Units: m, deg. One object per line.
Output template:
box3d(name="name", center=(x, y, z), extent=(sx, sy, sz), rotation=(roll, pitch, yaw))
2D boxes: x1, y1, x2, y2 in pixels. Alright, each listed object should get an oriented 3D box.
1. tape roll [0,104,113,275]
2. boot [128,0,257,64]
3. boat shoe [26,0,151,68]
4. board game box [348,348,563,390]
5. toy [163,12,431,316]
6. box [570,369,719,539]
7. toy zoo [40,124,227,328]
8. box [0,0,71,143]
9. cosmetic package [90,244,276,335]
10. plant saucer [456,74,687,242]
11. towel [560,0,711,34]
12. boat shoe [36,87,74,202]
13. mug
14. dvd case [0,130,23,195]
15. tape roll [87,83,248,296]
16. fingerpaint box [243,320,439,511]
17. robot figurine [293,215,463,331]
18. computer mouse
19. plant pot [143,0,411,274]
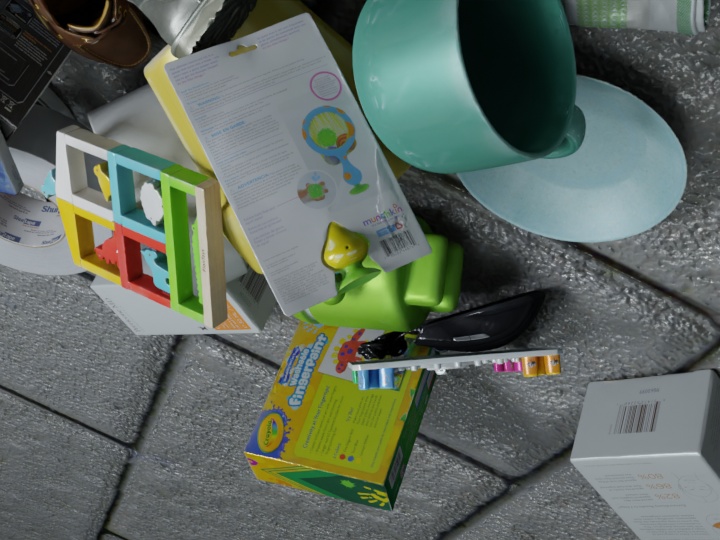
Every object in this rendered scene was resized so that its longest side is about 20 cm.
box3d(name="tape roll", center=(-0.342, -0.082, 1.104), extent=(0.200, 0.066, 0.200), rotation=(7, 142, 5))
box3d(name="boot", center=(-0.146, -0.267, 0.767), extent=(0.200, 0.073, 0.182), rotation=(45, 103, 9))
box3d(name="boat shoe", center=(-0.232, -0.217, 0.893), extent=(0.068, 0.072, 0.200), rotation=(49, -178, 25))
box3d(name="board game box", center=(0.089, 0.099, 1.098), extent=(0.199, 0.026, 0.200), rotation=(-5, 176, -2))
box3d(name="toy", center=(-0.046, -0.073, 0.761), extent=(0.200, 0.115, 0.047), rotation=(62, 163, 14))
box3d(name="box", center=(0.351, 0.214, 1.182), extent=(0.152, 0.106, 0.200), rotation=(-12, 134, 40))
box3d(name="toy zoo", center=(-0.194, -0.043, 0.900), extent=(0.200, 0.020, 0.131), rotation=(21, 127, 30))
box3d(name="box", center=(-0.349, -0.227, 0.922), extent=(0.200, 0.159, 0.048), rotation=(38, 142, -23))
box3d(name="cosmetic package", center=(-0.206, 0.019, 1.261), extent=(0.200, 0.071, 0.101), rotation=(-3, 139, 34))
box3d(name="plant saucer", center=(0.175, -0.102, 0.905), extent=(0.201, 0.039, 0.201), rotation=(16, 146, 11))
box3d(name="towel", center=(0.144, -0.228, 0.756), extent=(0.200, 0.031, 0.149), rotation=(7, 143, 21))
box3d(name="boat shoe", center=(-0.332, -0.126, 1.144), extent=(0.068, 0.057, 0.200), rotation=(6, 143, 24))
box3d(name="mug", center=(0.073, -0.133, 0.771), extent=(0.114, 0.152, 0.185), rotation=(-6, 119, 40))
box3d(name="dvd case", center=(-0.371, -0.146, 0.888), extent=(0.142, 0.018, 0.200), rotation=(14, 145, 12))
box3d(name="tape roll", center=(-0.180, -0.072, 1.012), extent=(0.071, 0.203, 0.203), rotation=(-27, 138, -6))
box3d(name="fingerpaint box", center=(-0.016, 0.155, 1.226), extent=(0.166, 0.200, 0.073), rotation=(9, 145, 17))
box3d(name="robot figurine", center=(0.000, 0.000, 1.076), extent=(0.200, 0.116, 0.175), rotation=(3, 173, 26))
box3d(name="computer mouse", center=(0.103, 0.067, 1.135), extent=(0.200, 0.046, 0.140), rotation=(-17, 178, 10))
box3d(name="plant pot", center=(-0.068, -0.131, 0.882), extent=(0.189, 0.201, 0.201), rotation=(51, 139, -12))
